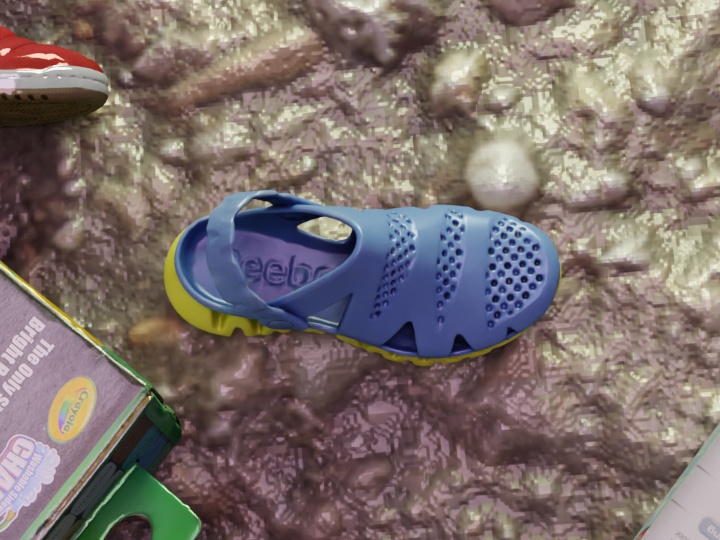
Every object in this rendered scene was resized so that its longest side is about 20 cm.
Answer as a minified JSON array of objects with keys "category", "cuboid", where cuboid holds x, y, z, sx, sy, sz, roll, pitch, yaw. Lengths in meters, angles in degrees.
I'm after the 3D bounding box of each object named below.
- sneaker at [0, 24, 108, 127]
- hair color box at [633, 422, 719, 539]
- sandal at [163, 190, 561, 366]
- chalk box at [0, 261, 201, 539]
[{"category":"sneaker","cuboid":[-0.224,-0.135,0.852,0.198,0.071,0.114,3,80,4]},{"category":"hair color box","cuboid":[0.201,0.116,0.788,0.099,0.061,0.200,37,80,10]},{"category":"sandal","cuboid":[0.000,0.000,0.808,0.198,0.087,0.080,0,75,-1]},{"category":"chalk box","cuboid":[-0.165,0.080,0.775,0.200,0.124,0.125,39,79,9]}]
